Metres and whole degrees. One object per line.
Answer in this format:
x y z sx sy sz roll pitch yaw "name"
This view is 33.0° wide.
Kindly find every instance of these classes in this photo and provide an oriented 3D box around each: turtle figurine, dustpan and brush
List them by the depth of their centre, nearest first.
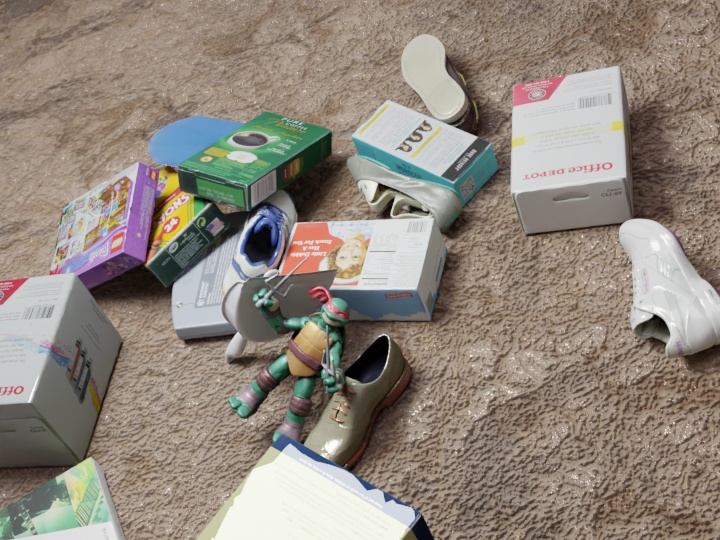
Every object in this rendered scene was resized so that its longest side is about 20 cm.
-0.064 0.096 1.390 0.149 0.100 0.201 39 108 30 "turtle figurine"
-0.123 0.058 1.479 0.138 0.201 0.057 -6 47 -36 "dustpan and brush"

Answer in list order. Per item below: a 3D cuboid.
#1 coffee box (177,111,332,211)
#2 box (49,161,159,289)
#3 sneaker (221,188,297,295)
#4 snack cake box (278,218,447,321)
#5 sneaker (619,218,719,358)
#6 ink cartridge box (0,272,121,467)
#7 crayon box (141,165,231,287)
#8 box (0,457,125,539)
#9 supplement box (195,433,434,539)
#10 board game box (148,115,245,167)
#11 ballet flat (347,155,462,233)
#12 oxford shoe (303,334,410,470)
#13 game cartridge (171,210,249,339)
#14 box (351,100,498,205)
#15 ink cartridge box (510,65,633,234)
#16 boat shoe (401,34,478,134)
-0.139 -0.151 1.653 0.122 0.044 0.200 17 36 27 "coffee box"
-0.357 -0.051 1.677 0.199 0.039 0.138 -21 54 42 "box"
-0.117 -0.045 1.576 0.074 0.088 0.201 21 47 -7 "sneaker"
0.000 0.000 1.537 0.197 0.067 0.116 0 52 23 "snack cake box"
0.333 0.017 1.375 0.099 0.075 0.201 -26 45 -2 "sneaker"
-0.418 0.130 1.545 0.143 0.145 0.202 -5 49 18 "ink cartridge box"
-0.276 -0.070 1.695 0.127 0.051 0.200 -45 36 -7 "crayon box"
-0.379 0.327 1.431 0.198 0.037 0.145 -29 46 -5 "box"
-0.052 0.314 1.234 0.199 0.135 0.200 22 62 36 "supplement box"
-0.206 -0.164 1.753 0.197 0.039 0.158 10 34 14 "board game box"
0.044 -0.100 1.609 0.199 0.068 0.064 22 70 37 "ballet flat"
-0.018 0.158 1.399 0.070 0.074 0.201 18 61 31 "oxford shoe"
-0.184 0.005 1.634 0.132 0.041 0.202 -4 49 15 "game cartridge"
0.086 -0.162 1.655 0.199 0.049 0.082 30 66 39 "box"
0.269 -0.152 1.545 0.143 0.084 0.202 -7 48 18 "ink cartridge box"
0.114 -0.262 1.726 0.072 0.060 0.201 -36 43 11 "boat shoe"
